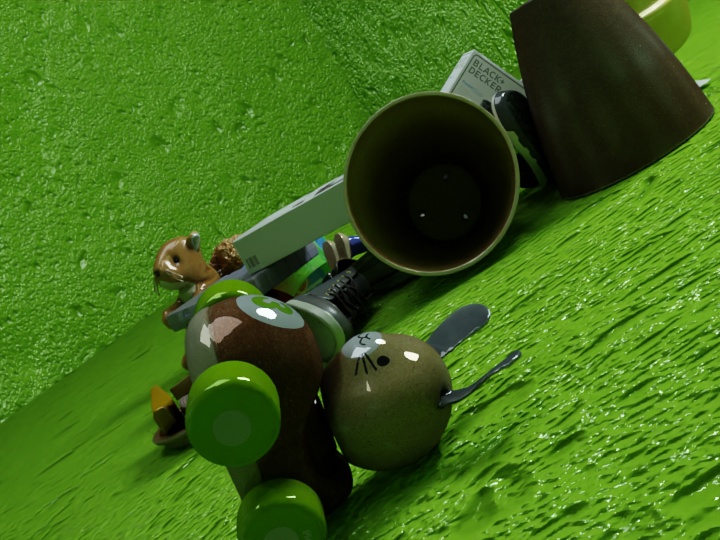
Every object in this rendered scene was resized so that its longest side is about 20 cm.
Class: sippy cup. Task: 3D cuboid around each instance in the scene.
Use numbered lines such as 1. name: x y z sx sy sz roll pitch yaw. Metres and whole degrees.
1. sippy cup: -0.105 -0.001 1.503 0.130 0.140 0.178 -41 -24 6

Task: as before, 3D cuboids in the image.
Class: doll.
1. doll: 0.052 -0.054 1.374 0.197 0.049 0.136 -21 -3 -27

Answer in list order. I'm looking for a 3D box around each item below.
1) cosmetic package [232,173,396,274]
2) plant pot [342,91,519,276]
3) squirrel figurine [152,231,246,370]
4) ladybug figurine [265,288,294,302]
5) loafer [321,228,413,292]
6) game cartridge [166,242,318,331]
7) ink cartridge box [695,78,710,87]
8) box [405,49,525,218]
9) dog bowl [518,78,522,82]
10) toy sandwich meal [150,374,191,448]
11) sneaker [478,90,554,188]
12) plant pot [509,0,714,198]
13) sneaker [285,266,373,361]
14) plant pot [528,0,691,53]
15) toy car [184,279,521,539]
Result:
1. cosmetic package: -0.058 -0.066 1.244 0.198 0.051 0.082 -26 7 33
2. plant pot: 0.086 -0.087 1.148 0.184 0.188 0.200 -31 -6 7
3. squirrel figurine: -0.229 0.021 1.591 0.199 0.189 0.141 -38 10 -34
4. ladybug figurine: -0.138 0.073 1.356 0.135 0.073 0.199 -36 9 -25
5. loafer: 0.000 0.000 1.284 0.198 0.064 0.072 -25 11 43
6. game cartridge: -0.157 0.023 1.344 0.198 0.039 0.130 -22 16 44
7. ink cartridge box: 0.317 -0.207 1.270 0.198 0.069 0.116 -32 9 0
8. box: 0.128 -0.159 1.284 0.202 0.116 0.060 -57 8 1
9. dog bowl: 0.279 -0.242 1.393 0.198 0.059 0.201 -30 -17 -10
10. toy sandwich meal: -0.169 0.126 1.166 0.203 0.071 0.205 -32 8 5
11. sneaker: 0.171 -0.135 1.179 0.081 0.073 0.200 -15 -25 20
12. plant pot: 0.249 -0.214 1.101 0.185 0.202 0.187 -31 8 5
13. sneaker: -0.027 0.037 1.127 0.106 0.075 0.200 -37 8 -14
14. plant pot: 0.278 -0.350 1.215 0.197 0.191 0.202 -16 32 11
15. toy car: 0.000 0.069 0.653 0.197 0.160 0.165 -20 21 0
